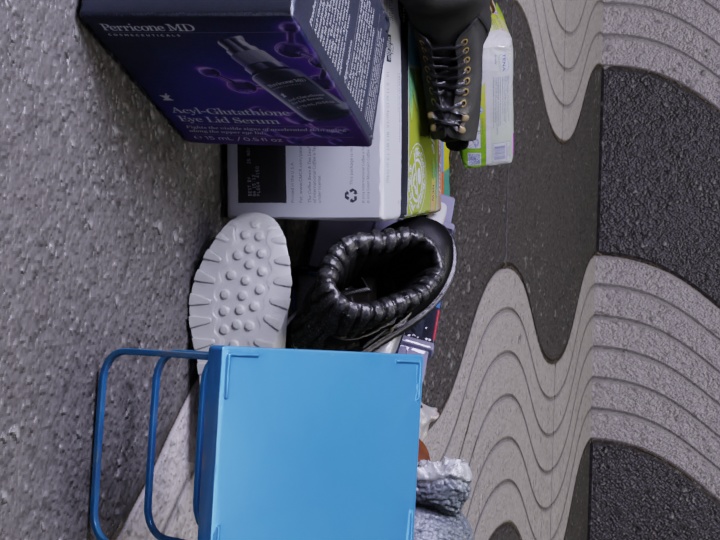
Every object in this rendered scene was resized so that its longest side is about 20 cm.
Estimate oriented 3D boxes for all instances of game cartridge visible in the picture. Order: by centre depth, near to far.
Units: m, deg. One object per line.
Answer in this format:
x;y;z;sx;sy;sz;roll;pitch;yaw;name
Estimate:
0.015;0.003;1.376;0.038;0.129;0.201;109;-7;-60;game cartridge

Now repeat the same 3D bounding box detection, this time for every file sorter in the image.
-0.067;0.120;1.011;0.200;0.122;0.139;6;87;-50;file sorter

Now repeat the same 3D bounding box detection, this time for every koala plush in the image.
0.001;0.226;1.228;0.184;0.199;0.178;-19;111;-72;koala plush

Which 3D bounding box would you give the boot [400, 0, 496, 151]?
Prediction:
0.071;-0.164;1.180;0.200;0.077;0.139;-10;104;-72;boot

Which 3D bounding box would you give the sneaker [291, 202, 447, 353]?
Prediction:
0.000;0.000;1.315;0.073;0.111;0.200;100;11;-52;sneaker

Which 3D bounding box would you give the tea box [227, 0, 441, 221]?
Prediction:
-0.017;-0.144;1.239;0.197;0.133;0.201;-18;109;-73;tea box

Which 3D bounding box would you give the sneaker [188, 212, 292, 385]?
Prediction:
-0.090;0.056;1.154;0.080;0.076;0.201;-2;98;-85;sneaker

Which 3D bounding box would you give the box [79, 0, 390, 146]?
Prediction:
-0.077;-0.171;1.015;0.200;0.147;0.105;50;45;-64;box

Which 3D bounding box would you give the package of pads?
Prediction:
0.140;-0.231;1.776;0.200;0.068;0.155;-96;-178;-62;package of pads

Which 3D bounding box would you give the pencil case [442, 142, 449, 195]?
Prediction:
0.052;-0.102;1.565;0.088;0.088;0.201;-34;125;-70;pencil case

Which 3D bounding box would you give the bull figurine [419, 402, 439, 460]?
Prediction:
0.043;0.216;1.571;0.122;0.065;0.200;56;32;-5;bull figurine

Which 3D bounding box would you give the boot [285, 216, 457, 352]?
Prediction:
0.027;0.000;1.183;0.211;0.079;0.158;-44;173;-34;boot
